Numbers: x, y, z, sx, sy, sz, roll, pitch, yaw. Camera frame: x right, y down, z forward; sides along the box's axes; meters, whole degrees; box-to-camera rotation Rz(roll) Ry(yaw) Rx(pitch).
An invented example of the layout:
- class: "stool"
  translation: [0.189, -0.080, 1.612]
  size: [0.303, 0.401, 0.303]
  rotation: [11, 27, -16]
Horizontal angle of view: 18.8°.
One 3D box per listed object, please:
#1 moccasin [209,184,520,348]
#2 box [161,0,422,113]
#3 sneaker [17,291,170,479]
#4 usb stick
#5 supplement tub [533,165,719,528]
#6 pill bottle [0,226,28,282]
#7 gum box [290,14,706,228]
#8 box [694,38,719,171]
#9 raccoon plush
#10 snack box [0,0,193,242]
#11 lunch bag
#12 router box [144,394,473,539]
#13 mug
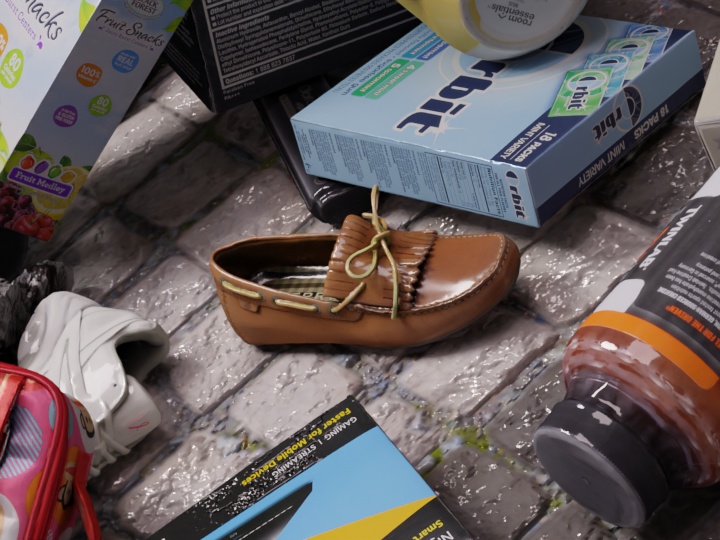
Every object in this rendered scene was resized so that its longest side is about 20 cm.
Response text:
- class: "moccasin"
  translation: [0.001, -0.001, 1.289]
  size: [0.200, 0.078, 0.074]
  rotation: [1, 46, 35]
- class: "box"
  translation: [-0.050, -0.246, 1.471]
  size: [0.199, 0.200, 0.123]
  rotation: [-21, 35, -16]
- class: "sneaker"
  translation: [-0.173, 0.094, 1.302]
  size: [0.098, 0.078, 0.201]
  rotation: [3, 52, 22]
- class: "usb stick"
  translation: [-0.033, -0.095, 1.459]
  size: [0.055, 0.033, 0.200]
  rotation: [-21, 36, -5]
- class: "supplement tub"
  translation: [0.174, 0.035, 1.106]
  size: [0.107, 0.107, 0.200]
  rotation: [20, 59, 46]
- class: "pill bottle"
  translation: [-0.312, -0.050, 1.529]
  size: [0.112, 0.112, 0.200]
  rotation: [-40, 37, -13]
- class: "gum box"
  translation: [0.084, -0.104, 1.352]
  size: [0.199, 0.045, 0.170]
  rotation: [16, 43, 43]
- class: "box"
  translation: [0.261, -0.133, 1.274]
  size: [0.082, 0.069, 0.201]
  rotation: [-4, 45, 31]
- class: "raccoon plush"
  translation: [-0.274, 0.044, 1.379]
  size: [0.133, 0.098, 0.200]
  rotation: [5, 8, 10]
- class: "snack box"
  translation: [-0.208, -0.151, 1.429]
  size: [0.201, 0.067, 0.169]
  rotation: [-56, 42, 16]
- class: "lunch bag"
  translation: [-0.230, 0.148, 1.208]
  size: [0.175, 0.082, 0.202]
  rotation: [12, 78, 11]
- class: "router box"
  translation: [-0.045, 0.172, 1.140]
  size: [0.199, 0.051, 0.149]
  rotation: [-35, 39, -7]
- class: "mug"
  translation: [0.060, -0.200, 1.356]
  size: [0.185, 0.150, 0.153]
  rotation: [-27, 38, -1]
